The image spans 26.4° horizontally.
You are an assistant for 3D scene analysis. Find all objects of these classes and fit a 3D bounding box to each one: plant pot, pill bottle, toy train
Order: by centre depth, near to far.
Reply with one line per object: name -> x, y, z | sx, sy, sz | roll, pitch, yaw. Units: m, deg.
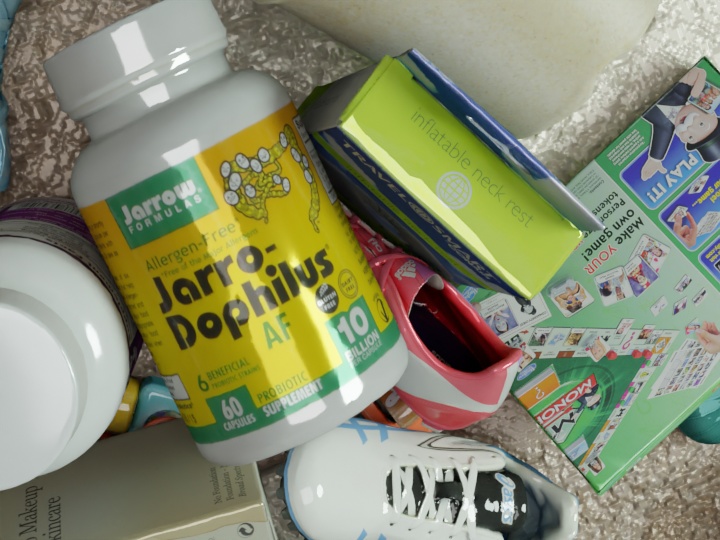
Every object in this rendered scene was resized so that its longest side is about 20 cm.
pill bottle -> -0.066, -0.022, 0.714 | 0.112, 0.113, 0.202 | -25, 99, -2
pill bottle -> -0.162, 0.034, 0.733 | 0.111, 0.200, 0.114 | 0, 102, -2
plant pot -> 0.045, -0.169, 0.743 | 0.183, 0.200, 0.201 | 35, 94, -21
toy train -> -0.047, 0.084, 0.830 | 0.199, 0.056, 0.151 | -35, 101, 0

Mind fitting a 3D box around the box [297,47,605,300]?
box -> 0.030, -0.044, 0.742 | 0.122, 0.200, 0.048 | 41, 84, -11

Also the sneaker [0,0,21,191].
sneaker -> -0.203, -0.084, 0.783 | 0.081, 0.074, 0.201 | 32, 103, -18

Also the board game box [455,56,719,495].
board game box -> 0.157, 0.003, 0.824 | 0.200, 0.029, 0.135 | -42, 75, 2

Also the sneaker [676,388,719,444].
sneaker -> 0.257, 0.028, 0.840 | 0.199, 0.080, 0.072 | -39, 101, 1

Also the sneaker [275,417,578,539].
sneaker -> 0.038, 0.114, 0.794 | 0.199, 0.072, 0.073 | 16, 67, -44

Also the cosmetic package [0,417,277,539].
cosmetic package -> -0.140, 0.143, 0.754 | 0.197, 0.104, 0.074 | -15, 115, -6

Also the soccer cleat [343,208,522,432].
soccer cleat -> 0.000, 0.000, 0.791 | 0.200, 0.077, 0.067 | 44, 54, 5
